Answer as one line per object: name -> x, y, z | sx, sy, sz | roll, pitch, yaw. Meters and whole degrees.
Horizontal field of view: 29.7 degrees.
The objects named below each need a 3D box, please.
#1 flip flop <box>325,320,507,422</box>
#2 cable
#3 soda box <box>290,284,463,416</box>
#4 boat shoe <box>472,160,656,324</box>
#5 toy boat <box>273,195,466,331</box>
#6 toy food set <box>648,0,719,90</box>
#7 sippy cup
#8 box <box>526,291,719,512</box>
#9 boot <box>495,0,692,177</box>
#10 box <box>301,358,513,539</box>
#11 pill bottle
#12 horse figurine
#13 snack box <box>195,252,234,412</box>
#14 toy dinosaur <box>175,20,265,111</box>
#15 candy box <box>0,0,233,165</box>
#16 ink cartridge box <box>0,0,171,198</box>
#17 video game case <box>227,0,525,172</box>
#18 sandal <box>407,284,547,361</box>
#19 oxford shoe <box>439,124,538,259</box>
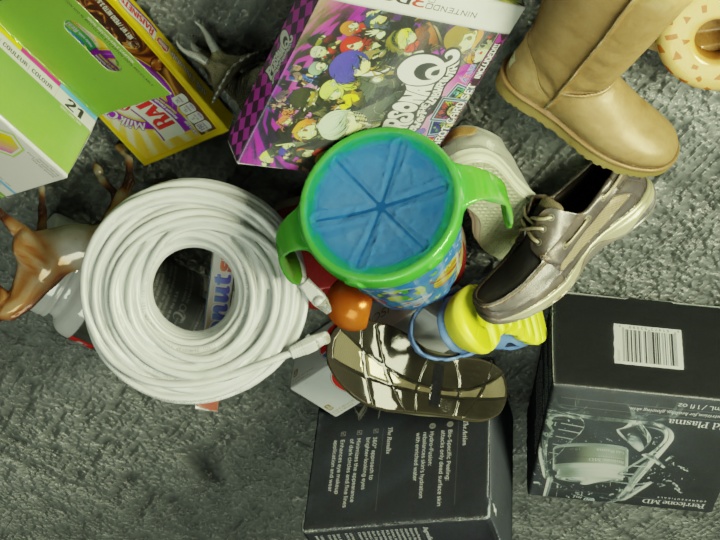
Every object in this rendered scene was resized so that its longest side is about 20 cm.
flip flop -> 0.052, 0.102, 1.327 | 0.199, 0.082, 0.057 | 15, 174, -26
cable -> -0.146, 0.017, 1.200 | 0.199, 0.069, 0.201 | -30, 100, 0
soda box -> 0.018, 0.073, 1.392 | 0.068, 0.064, 0.200 | 34, 131, -27
boat shoe -> 0.170, -0.036, 1.197 | 0.200, 0.074, 0.073 | -41, 120, -12
toy boat -> 0.000, 0.000, 1.264 | 0.199, 0.131, 0.131 | -11, 135, 20
toy food set -> 0.259, -0.235, 1.032 | 0.197, 0.049, 0.200 | 21, 137, -14
sippy cup -> 0.029, -0.031, 1.136 | 0.177, 0.140, 0.130 | 20, 166, 21
box -> 0.279, 0.136, 1.383 | 0.199, 0.124, 0.197 | 5, 140, 2
boot -> 0.206, -0.164, 1.040 | 0.174, 0.066, 0.200 | 25, 151, -5
box -> 0.056, 0.214, 1.442 | 0.199, 0.197, 0.118 | -8, 137, 16
pill bottle -> -0.233, 0.031, 1.343 | 0.199, 0.114, 0.114 | 27, 134, -20
horse figurine -> -0.260, -0.039, 1.250 | 0.199, 0.133, 0.050 | -14, 161, -6
snack box -> -0.133, 0.026, 1.274 | 0.024, 0.072, 0.201 | 7, 99, -7
toy dinosaur -> -0.051, -0.153, 1.147 | 0.199, 0.077, 0.102 | 0, 151, 15
candy box -> -0.209, -0.178, 1.178 | 0.102, 0.027, 0.200 | -17, 132, 30
ink cartridge box -> -0.285, -0.150, 1.149 | 0.199, 0.076, 0.148 | -10, 138, 40
video game case -> 0.011, -0.159, 1.096 | 0.180, 0.036, 0.200 | 5, 134, -32
sandal -> 0.111, 0.045, 1.289 | 0.087, 0.080, 0.200 | -19, 170, 32
oxford shoe -> 0.123, -0.070, 1.232 | 0.075, 0.058, 0.200 | -23, 146, 15
